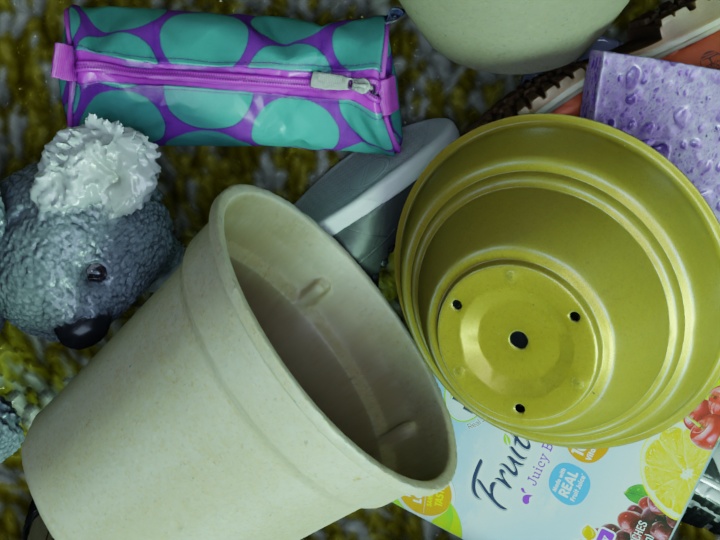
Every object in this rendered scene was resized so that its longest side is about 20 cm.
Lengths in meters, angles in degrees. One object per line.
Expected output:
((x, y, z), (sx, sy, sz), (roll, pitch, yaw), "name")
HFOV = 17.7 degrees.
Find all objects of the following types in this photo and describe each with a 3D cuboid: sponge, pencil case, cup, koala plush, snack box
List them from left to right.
((-0.198, -0.009, 1.318), (0.199, 0.178, 0.184), (-20, 59, -3), "koala plush")
((-0.074, -0.111, 1.334), (0.199, 0.092, 0.086), (1, 91, -1), "pencil case")
((0.086, -0.196, 1.290), (0.199, 0.201, 0.144), (-1, 127, -2), "cup")
((0.124, 0.081, 1.347), (0.168, 0.068, 0.201), (27, 120, 9), "snack box")
((0.217, -0.055, 1.303), (0.199, 0.030, 0.112), (7, 93, -16), "sponge")

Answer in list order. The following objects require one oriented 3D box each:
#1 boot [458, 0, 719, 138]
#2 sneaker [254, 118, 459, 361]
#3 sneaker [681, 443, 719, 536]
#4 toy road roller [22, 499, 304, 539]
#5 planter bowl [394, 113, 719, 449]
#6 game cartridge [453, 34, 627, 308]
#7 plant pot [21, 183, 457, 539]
((0.150, -0.079, 1.332), (0.199, 0.075, 0.108), (-26, 101, -4), "boot")
((0.000, 0.000, 1.380), (0.200, 0.071, 0.099), (-42, 111, 4), "sneaker")
((0.250, 0.130, 1.424), (0.199, 0.074, 0.080), (24, 75, -5), "sneaker")
((-0.131, 0.224, 1.396), (0.199, 0.123, 0.147), (9, 116, -3), "toy road roller")
((0.097, 0.023, 1.243), (0.200, 0.083, 0.201), (9, 115, 21), "planter bowl")
((0.137, -0.039, 1.392), (0.129, 0.038, 0.201), (17, 101, -10), "game cartridge")
((-0.078, 0.087, 1.276), (0.183, 0.201, 0.201), (-38, 102, 18), "plant pot")
